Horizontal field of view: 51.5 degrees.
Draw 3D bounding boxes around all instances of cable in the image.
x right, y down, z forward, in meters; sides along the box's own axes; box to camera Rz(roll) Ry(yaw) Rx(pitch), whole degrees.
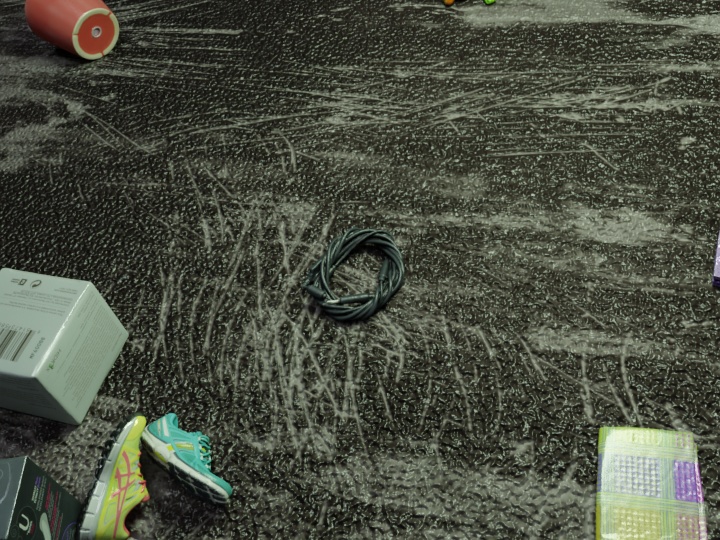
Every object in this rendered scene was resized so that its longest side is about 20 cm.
[{"bbox_3d":[0.000,0.000,1.366,0.163,0.051,0.200,32,63,31],"label":"cable"}]

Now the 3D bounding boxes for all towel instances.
[{"bbox_3d":[0.402,0.315,1.044,0.142,0.023,0.201,2,52,15],"label":"towel"}]

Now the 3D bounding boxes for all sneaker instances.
[{"bbox_3d":[-0.364,0.321,1.153,0.090,0.078,0.201,22,77,-19],"label":"sneaker"},{"bbox_3d":[-0.268,0.292,1.177,0.199,0.078,0.080,31,55,31],"label":"sneaker"}]

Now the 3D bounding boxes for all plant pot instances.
[{"bbox_3d":[-0.752,-0.665,1.985,0.177,0.201,0.200,36,66,24],"label":"plant pot"}]

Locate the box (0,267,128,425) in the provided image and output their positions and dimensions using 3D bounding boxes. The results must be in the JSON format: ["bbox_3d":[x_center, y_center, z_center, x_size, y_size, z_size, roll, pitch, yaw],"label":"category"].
[{"bbox_3d":[-0.557,0.131,1.302,0.197,0.172,0.201,8,53,18],"label":"box"}]

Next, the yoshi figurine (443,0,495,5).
[{"bbox_3d":[0.302,-0.721,1.852,0.198,0.113,0.113,-9,66,2],"label":"yoshi figurine"}]

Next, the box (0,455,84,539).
[{"bbox_3d":[-0.492,0.370,1.077,0.105,0.201,0.123,-9,50,5],"label":"box"}]

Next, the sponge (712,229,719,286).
[{"bbox_3d":[0.693,-0.005,1.233,0.199,0.030,0.112,12,55,21],"label":"sponge"}]
